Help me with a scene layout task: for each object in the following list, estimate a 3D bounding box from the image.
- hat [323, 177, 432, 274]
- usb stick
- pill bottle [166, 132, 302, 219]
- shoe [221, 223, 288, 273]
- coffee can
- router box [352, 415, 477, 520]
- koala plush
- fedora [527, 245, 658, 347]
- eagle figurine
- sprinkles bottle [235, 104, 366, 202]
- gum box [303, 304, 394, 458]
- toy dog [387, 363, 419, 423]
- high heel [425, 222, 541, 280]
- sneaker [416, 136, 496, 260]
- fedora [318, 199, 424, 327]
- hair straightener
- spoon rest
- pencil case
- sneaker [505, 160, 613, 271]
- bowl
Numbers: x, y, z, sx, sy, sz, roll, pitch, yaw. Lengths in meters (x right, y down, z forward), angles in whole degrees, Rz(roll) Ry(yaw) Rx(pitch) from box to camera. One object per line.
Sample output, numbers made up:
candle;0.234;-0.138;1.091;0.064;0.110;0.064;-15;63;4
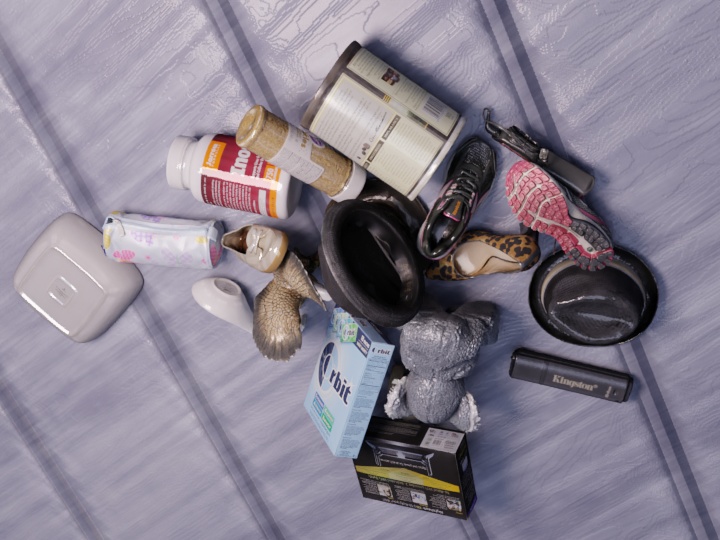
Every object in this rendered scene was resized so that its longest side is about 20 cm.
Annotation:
hat;0.024;-0.040;1.445;0.199;0.081;0.202;4;114;10
usb stick;0.342;0.173;1.491;0.199;0.033;0.056;13;114;7
pill bottle;-0.196;-0.152;1.430;0.199;0.113;0.114;11;115;7
shoe;-0.168;-0.037;1.434;0.053;0.200;0.070;19;86;-25
coffee can;0.033;-0.217;1.331;0.200;0.146;0.147;34;116;-3
router box;0.085;0.325;1.515;0.199;0.052;0.158;6;127;26
koala plush;0.120;0.153;1.430;0.176;0.184;0.201;11;104;5
fedora;0.358;0.054;1.402;0.199;0.092;0.202;5;113;11
eagle figurine;-0.104;0.029;1.438;0.150;0.200;0.152;-12;110;18
sprinkles bottle;-0.085;-0.168;1.343;0.199;0.068;0.068;27;120;-31
gum box;-0.023;0.173;1.482;0.044;0.170;0.201;12;106;-25
toy dog;0.077;0.262;1.552;0.131;0.096;0.201;-1;112;20
high heel;0.179;-0.011;1.388;0.199;0.143;0.072;-23;106;21
sneaker;0.150;-0.101;1.373;0.080;0.086;0.201;21;100;1
fedora;0.000;0.000;1.345;0.201;0.201;0.091;49;133;-10
hair straightener;0.261;-0.178;1.340;0.200;0.077;0.041;39;82;1
spoon rest;-0.193;0.069;1.542;0.199;0.099;0.061;24;114;-10
pencil case;-0.327;-0.053;1.518;0.199;0.083;0.091;6;136;9
sneaker;0.294;-0.085;1.355;0.200;0.075;0.081;45;123;-7
bowl;-0.508;0.023;1.599;0.200;0.075;0.200;43;114;-6
